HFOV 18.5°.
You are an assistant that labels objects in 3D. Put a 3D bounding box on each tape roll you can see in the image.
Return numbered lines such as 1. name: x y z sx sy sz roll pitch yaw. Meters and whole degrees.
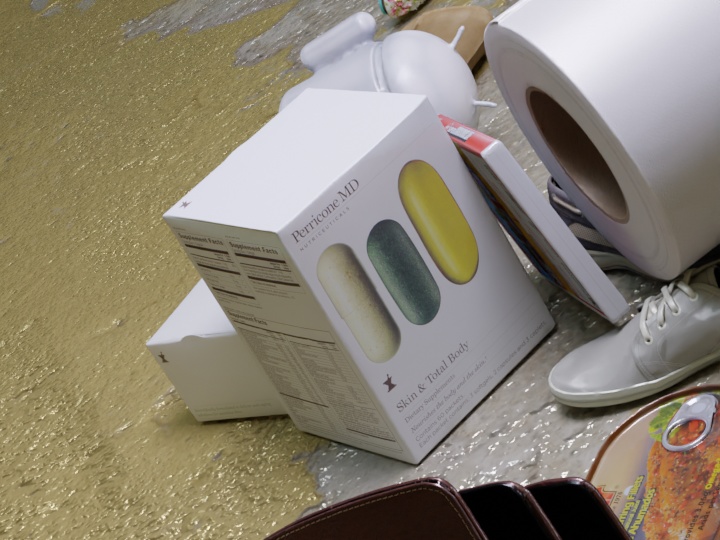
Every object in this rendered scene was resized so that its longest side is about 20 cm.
1. tape roll: 0.191 -0.113 1.412 0.139 0.203 0.203 -37 25 -7

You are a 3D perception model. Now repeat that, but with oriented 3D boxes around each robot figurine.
1. robot figurine: 0.014 -0.121 1.795 0.199 0.170 0.113 -27 2 23

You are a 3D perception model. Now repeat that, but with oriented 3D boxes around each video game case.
1. video game case: 0.110 -0.039 1.499 0.017 0.143 0.200 -40 13 -1

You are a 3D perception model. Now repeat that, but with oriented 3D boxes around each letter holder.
1. letter holder: 0.033 0.167 1.177 0.200 0.142 0.101 -30 7 43

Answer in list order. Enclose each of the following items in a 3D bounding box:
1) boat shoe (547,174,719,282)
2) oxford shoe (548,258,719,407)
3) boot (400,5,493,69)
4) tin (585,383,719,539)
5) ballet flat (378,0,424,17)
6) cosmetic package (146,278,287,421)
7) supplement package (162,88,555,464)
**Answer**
1. boat shoe: 0.201 -0.041 1.530 0.199 0.073 0.075 -1 38 47
2. oxford shoe: 0.206 0.031 1.412 0.199 0.058 0.075 -23 30 23
3. boot: 0.018 -0.154 1.962 0.174 0.066 0.200 -4 35 23
4. tin: 0.173 0.143 1.266 0.112 0.042 0.200 -7 35 35
5. ballet flat: 0.068 -0.320 2.203 0.064 0.076 0.200 -2 38 19
6. cosmetic package: -0.060 0.019 1.698 0.107 0.085 0.200 -7 35 42
7. supplement package: 0.000 0.000 1.527 0.152 0.200 0.150 -43 27 -23
